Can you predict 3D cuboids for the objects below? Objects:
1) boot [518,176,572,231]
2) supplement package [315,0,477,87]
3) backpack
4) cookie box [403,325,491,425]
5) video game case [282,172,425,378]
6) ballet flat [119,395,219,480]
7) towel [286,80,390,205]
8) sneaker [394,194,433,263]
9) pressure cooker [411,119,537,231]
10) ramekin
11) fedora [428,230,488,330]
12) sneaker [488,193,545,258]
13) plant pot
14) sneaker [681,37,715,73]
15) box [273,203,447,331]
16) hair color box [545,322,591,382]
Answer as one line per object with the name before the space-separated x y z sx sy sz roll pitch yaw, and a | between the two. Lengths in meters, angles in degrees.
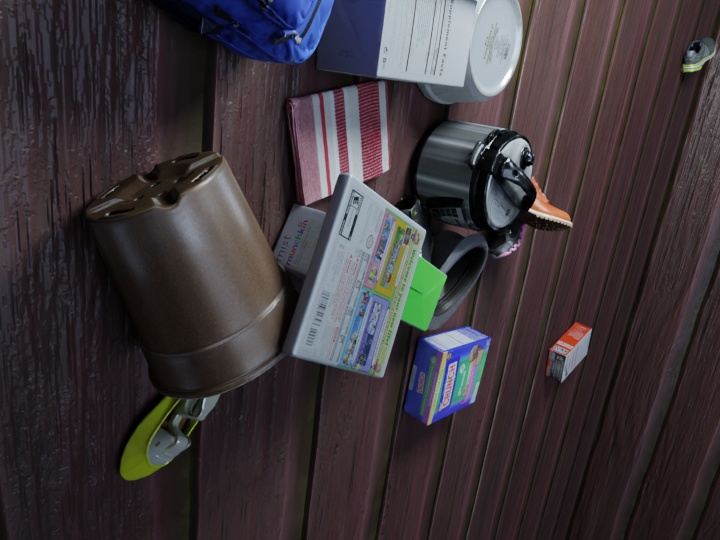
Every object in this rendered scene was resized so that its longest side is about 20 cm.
boot | 0.377 -0.155 1.188 0.075 0.197 0.109 135 -24 -75
supplement package | 0.052 -0.328 0.756 0.198 0.120 0.122 -14 119 -46
backpack | -0.110 -0.301 0.548 0.199 0.167 0.165 21 97 -55
cookie box | 0.195 0.229 1.220 0.198 0.075 0.175 -6 112 -47
video game case | 0.002 0.016 0.646 0.181 0.022 0.204 26 79 -52
ballet flat | -0.233 0.190 0.707 0.202 0.066 0.067 -56 140 -14
towel | -0.026 -0.194 0.808 0.199 0.022 0.147 -29 125 -41
sneaker | 0.077 -0.036 0.926 0.202 0.073 0.107 -78 151 -50
pressure cooker | 0.208 -0.165 0.953 0.175 0.198 0.182 -30 129 -38
ramekin | 0.182 -0.376 0.900 0.198 0.104 0.204 -24 124 -41
fedora | 0.153 0.004 1.042 0.202 0.090 0.176 -57 149 7
sneaker | 0.337 -0.121 1.242 0.095 0.079 0.201 42 74 -25
plant pot | -0.178 -0.007 0.595 0.199 0.198 0.201 -38 125 -32
sneaker | 1.203 -0.781 1.936 0.200 0.073 0.082 -46 134 -27
box | 0.000 0.000 0.804 0.199 0.175 0.098 29 83 -51
hair color box | 0.703 0.274 1.847 0.199 0.063 0.113 -29 129 -40
